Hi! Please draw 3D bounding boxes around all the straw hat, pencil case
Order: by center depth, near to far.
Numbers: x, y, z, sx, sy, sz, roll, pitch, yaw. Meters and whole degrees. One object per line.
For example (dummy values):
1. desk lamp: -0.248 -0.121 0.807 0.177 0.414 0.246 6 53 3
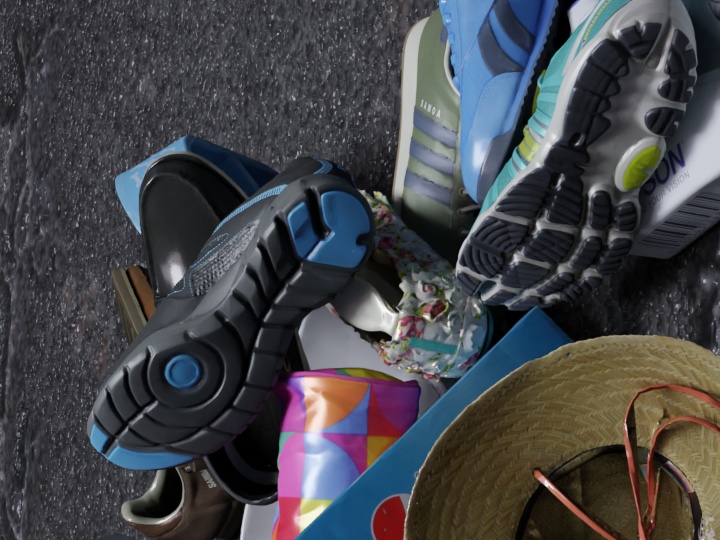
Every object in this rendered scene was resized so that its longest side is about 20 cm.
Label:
1. straw hat: 0.119 0.129 1.172 0.085 0.200 0.202 64 -148 -89
2. pencil case: -0.014 0.151 1.290 0.088 0.088 0.201 -2 81 59

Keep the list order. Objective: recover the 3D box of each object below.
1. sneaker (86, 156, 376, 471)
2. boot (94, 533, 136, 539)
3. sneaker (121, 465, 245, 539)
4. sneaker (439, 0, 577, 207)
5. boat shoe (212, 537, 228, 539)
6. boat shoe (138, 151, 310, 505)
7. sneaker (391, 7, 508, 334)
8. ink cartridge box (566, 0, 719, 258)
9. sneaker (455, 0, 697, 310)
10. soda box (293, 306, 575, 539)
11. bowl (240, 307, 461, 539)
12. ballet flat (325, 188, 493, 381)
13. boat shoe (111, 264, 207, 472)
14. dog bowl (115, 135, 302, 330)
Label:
1. sneaker: -0.068 0.024 1.293 0.200 0.073 0.082 -45 22 10
2. boot: -0.143 0.254 1.502 0.200 0.065 0.166 104 158 -78
3. sneaker: -0.095 0.099 1.585 0.070 0.075 0.201 52 129 50
4. sneaker: 0.071 -0.129 1.295 0.066 0.078 0.201 57 -136 -68
5. boat shoe: -0.081 0.264 1.521 0.062 0.074 0.201 -101 2 -67
6. boat shoe: -0.075 0.032 1.350 0.073 0.063 0.202 -16 100 18
7. sneaker: 0.064 -0.065 1.346 0.090 0.067 0.201 145 128 -59
8. ink cartridge box: 0.176 -0.138 1.197 0.200 0.040 0.201 -43 49 49
9. sneaker: 0.110 -0.061 1.209 0.080 0.077 0.200 -91 26 -53
10. soda box: 0.040 0.112 1.227 0.068 0.200 0.064 45 157 6
11. bowl: 0.019 0.129 1.387 0.200 0.074 0.201 44 123 54
12. ballet flat: 0.000 0.000 1.325 0.200 0.064 0.076 32 114 55
13. boat shoe: -0.103 0.056 1.534 0.200 0.068 0.072 -124 17 -50
14. dog bowl: -0.071 -0.024 1.468 0.050 0.200 0.112 -42 69 13
